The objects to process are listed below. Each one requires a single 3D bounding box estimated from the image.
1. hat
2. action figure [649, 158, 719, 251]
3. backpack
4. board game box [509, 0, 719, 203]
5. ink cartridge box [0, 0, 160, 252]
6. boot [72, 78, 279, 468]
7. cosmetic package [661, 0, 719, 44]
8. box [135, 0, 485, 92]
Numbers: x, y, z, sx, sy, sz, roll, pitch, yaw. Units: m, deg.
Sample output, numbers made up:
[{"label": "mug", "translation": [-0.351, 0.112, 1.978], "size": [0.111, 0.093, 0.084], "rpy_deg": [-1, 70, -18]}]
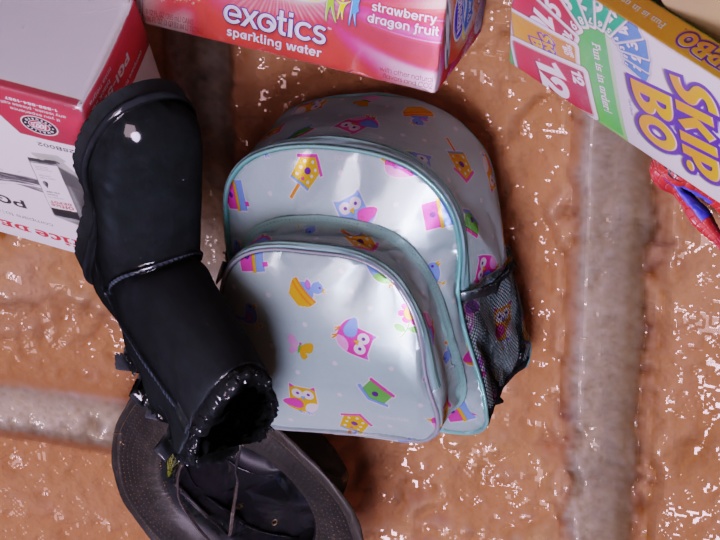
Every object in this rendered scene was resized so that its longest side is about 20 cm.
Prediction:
[{"label": "hat", "translation": [-0.065, 0.138, 1.422], "size": [0.200, 0.081, 0.201], "rpy_deg": [20, 129, 26]}, {"label": "action figure", "translation": [0.232, -0.034, 1.236], "size": [0.200, 0.052, 0.065], "rpy_deg": [37, 128, 2]}, {"label": "backpack", "translation": [0.000, 0.000, 1.286], "size": [0.176, 0.153, 0.200], "rpy_deg": [4, 112, 25]}, {"label": "board game box", "translation": [0.164, -0.102, 1.175], "size": [0.200, 0.030, 0.096], "rpy_deg": [35, 152, 24]}, {"label": "ink cartridge box", "translation": [-0.198, -0.094, 1.290], "size": [0.147, 0.083, 0.200], "rpy_deg": [15, 155, 14]}, {"label": "boot", "translation": [-0.102, 0.008, 1.210], "size": [0.163, 0.073, 0.198], "rpy_deg": [60, 153, 26]}, {"label": "cosmetic package", "translation": [0.234, -0.143, 1.158], "size": [0.105, 0.071, 0.200], "rpy_deg": [-29, 104, 32]}, {"label": "box", "translation": [-0.030, -0.184, 1.225], "size": [0.200, 0.095, 0.100], "rpy_deg": [15, 122, 13]}]
